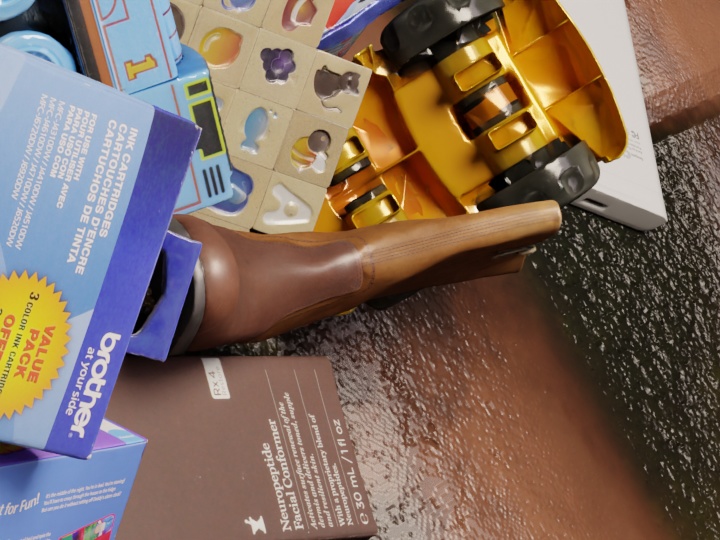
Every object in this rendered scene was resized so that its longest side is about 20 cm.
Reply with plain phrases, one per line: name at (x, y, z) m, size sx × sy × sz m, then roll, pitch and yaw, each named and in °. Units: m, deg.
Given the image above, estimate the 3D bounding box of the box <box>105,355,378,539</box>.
box at (-0.093, 0.097, 0.959) m, size 0.200 × 0.075 × 0.100 m, roll 1°, pitch 66°, yaw -45°

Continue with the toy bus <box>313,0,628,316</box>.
toy bus at (0.033, -0.069, 1.152) m, size 0.136 × 0.200 × 0.192 m, roll 59°, pitch -3°, yaw -2°

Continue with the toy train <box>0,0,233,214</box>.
toy train at (-0.133, -0.107, 0.944) m, size 0.114 × 0.087 × 0.201 m, roll -21°, pitch 116°, yaw -18°

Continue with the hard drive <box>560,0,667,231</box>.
hard drive at (0.151, -0.135, 1.408) m, size 0.132 × 0.027 × 0.201 m, roll 18°, pitch 55°, yaw -40°

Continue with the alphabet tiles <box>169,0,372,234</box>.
alphabet tiles at (-0.098, -0.088, 1.015) m, size 0.199 × 0.006 × 0.167 m, roll 18°, pitch 95°, yaw -23°

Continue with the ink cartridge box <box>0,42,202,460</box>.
ink cartridge box at (-0.145, -0.014, 0.713) m, size 0.200 × 0.076 × 0.137 m, roll 18°, pitch 90°, yaw -51°

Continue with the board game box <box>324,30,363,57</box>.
board game box at (-0.014, -0.247, 1.163) m, size 0.062 × 0.200 × 0.200 m, roll -32°, pitch 91°, yaw -51°

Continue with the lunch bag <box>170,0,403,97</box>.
lunch bag at (-0.086, -0.193, 1.071) m, size 0.170 × 0.124 × 0.200 m, roll -31°, pitch 84°, yaw -16°

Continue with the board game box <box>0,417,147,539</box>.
board game box at (-0.169, 0.125, 0.760) m, size 0.045 × 0.135 × 0.200 m, roll 23°, pitch 9°, yaw 23°

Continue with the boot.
boot at (0.000, 0.000, 0.958) m, size 0.199 × 0.188 × 0.069 m, roll -9°, pitch 78°, yaw -6°
